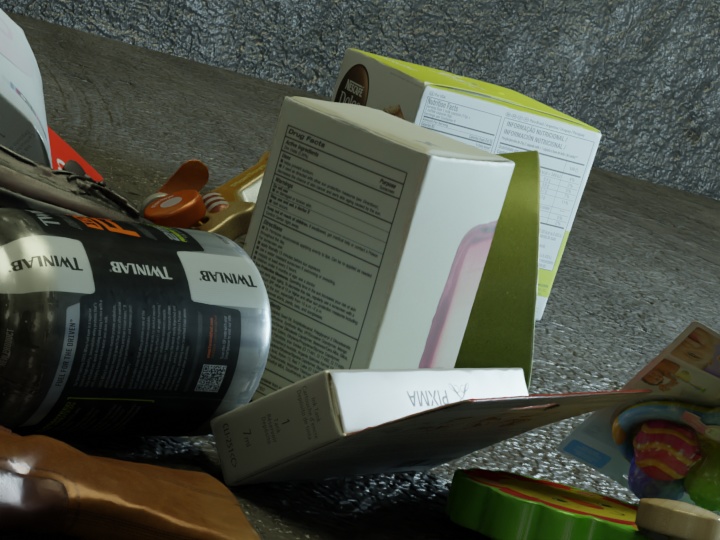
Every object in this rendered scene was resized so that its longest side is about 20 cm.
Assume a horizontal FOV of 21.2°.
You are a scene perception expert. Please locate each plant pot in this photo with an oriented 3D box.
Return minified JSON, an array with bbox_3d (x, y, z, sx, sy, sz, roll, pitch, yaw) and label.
[{"bbox_3d":[0.035,-0.003,1.492,0.199,0.188,0.187,2,10,2],"label":"plant pot"}]

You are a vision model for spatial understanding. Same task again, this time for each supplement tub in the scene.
[{"bbox_3d":[-0.159,0.031,1.072,0.200,0.123,0.122,6,15,-44],"label":"supplement tub"}]

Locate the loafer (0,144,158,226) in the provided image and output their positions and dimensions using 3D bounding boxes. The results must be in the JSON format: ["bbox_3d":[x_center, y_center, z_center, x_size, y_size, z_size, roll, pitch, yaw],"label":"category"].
[{"bbox_3d":[-0.198,-0.053,1.191,0.199,0.063,0.072,20,-19,-16],"label":"loafer"}]

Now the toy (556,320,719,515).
[{"bbox_3d":[0.202,0.111,1.167,0.115,0.047,0.200,28,-35,-5],"label":"toy"}]

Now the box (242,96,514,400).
[{"bbox_3d":[0.000,0.000,1.273,0.128,0.201,0.109,25,14,34],"label":"box"}]

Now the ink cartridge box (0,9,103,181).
[{"bbox_3d":[-0.228,-0.107,1.337,0.200,0.057,0.163,39,15,-29],"label":"ink cartridge box"}]

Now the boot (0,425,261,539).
[{"bbox_3d":[-0.139,0.117,0.891,0.199,0.069,0.188,21,1,-22],"label":"boot"}]

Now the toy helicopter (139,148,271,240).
[{"bbox_3d":[-0.117,-0.050,1.531,0.132,0.079,0.200,4,31,46],"label":"toy helicopter"}]

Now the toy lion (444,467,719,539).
[{"bbox_3d":[0.157,0.155,1.121,0.200,0.069,0.191,13,1,-40],"label":"toy lion"}]

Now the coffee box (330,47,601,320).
[{"bbox_3d":[0.080,-0.087,1.867,0.199,0.199,0.200,12,11,-25],"label":"coffee box"}]

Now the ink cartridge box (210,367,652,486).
[{"bbox_3d":[0.044,0.078,1.110,0.176,0.045,0.200,-24,-16,34],"label":"ink cartridge box"}]
